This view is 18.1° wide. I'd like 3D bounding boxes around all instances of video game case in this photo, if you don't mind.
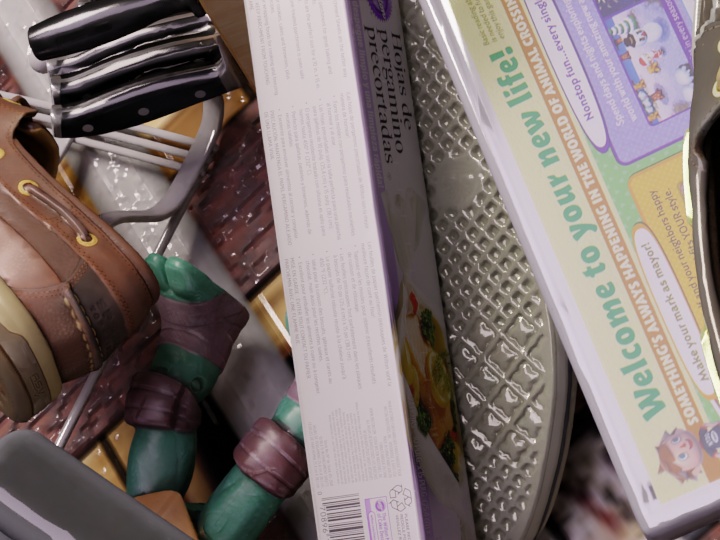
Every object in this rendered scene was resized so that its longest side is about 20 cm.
[{"bbox_3d":[0.130,-0.046,0.668,0.182,0.022,0.201,-25,68,10],"label":"video game case"}]

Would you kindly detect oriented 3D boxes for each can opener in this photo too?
[{"bbox_3d":[-0.029,0.107,0.687,0.200,0.053,0.067,27,64,15],"label":"can opener"}]

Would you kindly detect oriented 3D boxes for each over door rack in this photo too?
[{"bbox_3d":[-0.148,0.006,0.861,0.147,0.067,0.201,15,83,34],"label":"over door rack"}]

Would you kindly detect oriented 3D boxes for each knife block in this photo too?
[{"bbox_3d":[-0.020,-0.102,0.789,0.200,0.064,0.176,26,72,34],"label":"knife block"}]

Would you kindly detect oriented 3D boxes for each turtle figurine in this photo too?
[{"bbox_3d":[-0.077,0.100,0.766,0.149,0.101,0.200,25,77,12],"label":"turtle figurine"}]

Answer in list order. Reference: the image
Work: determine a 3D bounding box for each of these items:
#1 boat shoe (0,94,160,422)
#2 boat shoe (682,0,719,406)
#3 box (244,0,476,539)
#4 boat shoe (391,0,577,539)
[{"bbox_3d":[-0.137,-0.029,0.792,0.067,0.072,0.200,-30,50,-16],"label":"boat shoe"},{"bbox_3d":[0.125,-0.034,0.621,0.072,0.060,0.203,-5,73,17],"label":"boat shoe"},{"bbox_3d":[0.000,0.000,0.719,0.041,0.039,0.201,-12,84,28],"label":"box"},{"bbox_3d":[0.044,-0.001,0.752,0.074,0.062,0.201,-3,86,28],"label":"boat shoe"}]
